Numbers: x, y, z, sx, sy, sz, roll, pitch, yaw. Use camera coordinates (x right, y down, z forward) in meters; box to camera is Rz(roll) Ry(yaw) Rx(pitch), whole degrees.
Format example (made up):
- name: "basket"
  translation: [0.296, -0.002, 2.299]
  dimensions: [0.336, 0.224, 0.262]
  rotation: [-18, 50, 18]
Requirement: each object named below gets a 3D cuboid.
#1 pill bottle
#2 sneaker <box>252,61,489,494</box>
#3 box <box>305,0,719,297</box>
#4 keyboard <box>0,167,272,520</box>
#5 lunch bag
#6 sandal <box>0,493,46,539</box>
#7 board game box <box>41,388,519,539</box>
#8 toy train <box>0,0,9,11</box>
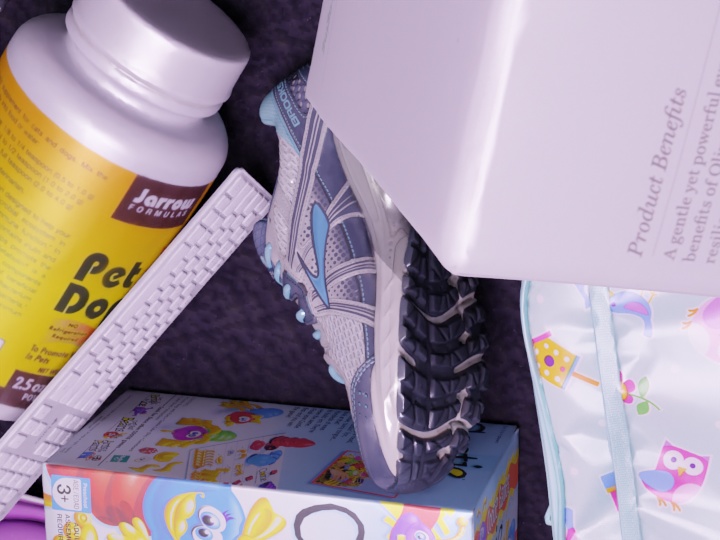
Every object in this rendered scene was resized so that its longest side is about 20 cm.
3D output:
- name: "pill bottle"
  translation: [-0.132, -0.037, 0.787]
  dimensions: [0.109, 0.109, 0.201]
  rotation: [37, 112, 3]
- name: "sneaker"
  translation: [0.000, 0.000, 0.764]
  dimensions: [0.086, 0.077, 0.203]
  rotation: [-15, 73, 30]
- name: "box"
  translation: [0.095, -0.117, 0.625]
  dimensions: [0.169, 0.200, 0.201]
  rotation: [5, 110, -19]
- name: "keyboard"
  translation: [-0.112, 0.036, 0.793]
  dimensions: [0.011, 0.056, 0.200]
  rotation: [40, 89, 13]
- name: "lunch bag"
  translation: [0.151, 0.065, 0.750]
  dimensions: [0.158, 0.077, 0.203]
  rotation: [-6, 104, 17]
- name: "sandal"
  translation: [-0.215, 0.127, 0.832]
  dimensions: [0.050, 0.201, 0.084]
  rotation: [-26, 64, 55]
- name: "board game box"
  translation: [-0.034, 0.128, 0.807]
  dimensions: [0.197, 0.105, 0.104]
  rotation: [4, 107, 16]
- name: "toy train"
  translation: [-0.248, -0.109, 0.821]
  dimensions: [0.114, 0.085, 0.200]
  rotation: [38, 110, -10]
